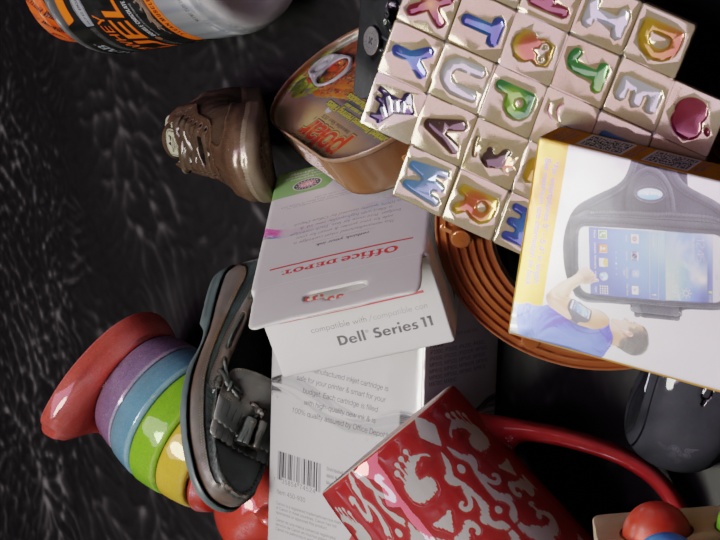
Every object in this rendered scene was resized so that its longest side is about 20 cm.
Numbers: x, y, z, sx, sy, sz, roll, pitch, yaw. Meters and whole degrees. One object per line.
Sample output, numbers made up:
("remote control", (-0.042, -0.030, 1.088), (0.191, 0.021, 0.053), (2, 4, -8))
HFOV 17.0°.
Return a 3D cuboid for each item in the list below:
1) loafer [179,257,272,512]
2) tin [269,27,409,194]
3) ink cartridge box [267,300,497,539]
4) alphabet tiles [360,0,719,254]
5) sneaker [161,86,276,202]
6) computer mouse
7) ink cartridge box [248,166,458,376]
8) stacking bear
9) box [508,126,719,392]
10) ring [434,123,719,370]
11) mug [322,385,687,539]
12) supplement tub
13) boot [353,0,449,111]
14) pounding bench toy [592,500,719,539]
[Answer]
("loafer", (-0.080, 0.072, 1.687), (0.063, 0.072, 0.201), (-27, 44, 35))
("tin", (0.008, -0.107, 1.563), (0.042, 0.112, 0.200), (57, 173, -25))
("ink cartridge box", (0.015, 0.100, 1.631), (0.146, 0.083, 0.201), (13, 105, 43))
("alphabet tiles", (0.103, -0.090, 1.377), (0.199, 0.006, 0.167), (25, 111, 13))
("sneaker", (-0.098, -0.082, 1.651), (0.200, 0.075, 0.071), (-107, 8, -80))
("computer mouse", (0.187, 0.036, 1.417), (0.140, 0.046, 0.200), (24, 121, -4))
("ink cartridge box", (0.000, 0.000, 1.515), (0.117, 0.200, 0.068), (-12, 118, 12))
("stacking bear", (-0.114, 0.130, 1.756), (0.200, 0.121, 0.114), (38, 103, 25))
("box", (0.186, 0.001, 1.336), (0.199, 0.041, 0.120), (15, 109, 24))
("ring", (0.143, -0.020, 1.433), (0.199, 0.019, 0.201), (5, 123, 7))
("mug", (0.094, 0.170, 1.507), (0.200, 0.177, 0.133), (50, 154, 3))
("supplement tub", (-0.147, -0.221, 1.720), (0.200, 0.122, 0.123), (-3, 94, 47))
("boot", (0.016, -0.204, 1.454), (0.165, 0.065, 0.201), (-149, 52, -61))
("pounding bench toy", (0.238, 0.207, 1.353), (0.199, 0.124, 0.157), (-5, 103, 2))
